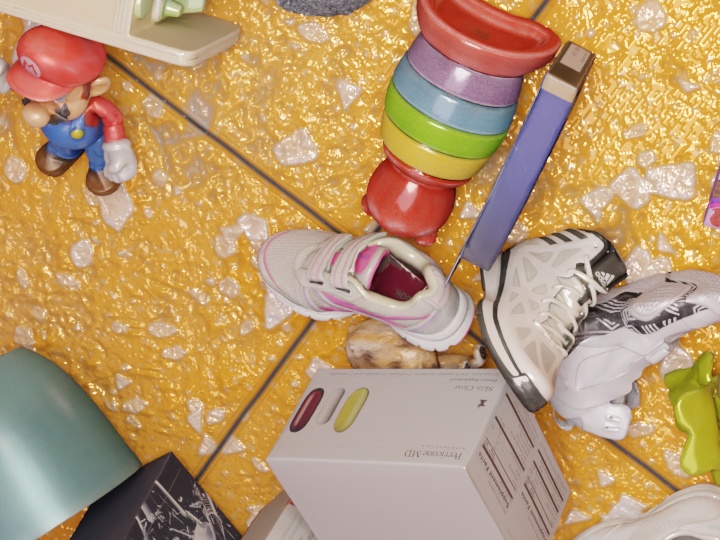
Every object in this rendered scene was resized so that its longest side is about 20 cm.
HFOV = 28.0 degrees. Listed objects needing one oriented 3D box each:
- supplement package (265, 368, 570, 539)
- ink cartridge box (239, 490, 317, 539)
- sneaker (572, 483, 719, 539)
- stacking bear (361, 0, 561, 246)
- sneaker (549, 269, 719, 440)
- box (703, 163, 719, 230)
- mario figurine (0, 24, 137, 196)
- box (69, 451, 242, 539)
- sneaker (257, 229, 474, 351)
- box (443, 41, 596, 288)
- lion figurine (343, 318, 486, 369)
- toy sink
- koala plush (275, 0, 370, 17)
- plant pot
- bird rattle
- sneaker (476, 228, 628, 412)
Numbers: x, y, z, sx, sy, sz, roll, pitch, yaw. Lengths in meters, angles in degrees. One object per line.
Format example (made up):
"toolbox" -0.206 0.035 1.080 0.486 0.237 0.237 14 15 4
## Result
"supplement package" 0.051 0.175 1.233 0.199 0.111 0.156 -3 131 34
"ink cartridge box" -0.024 0.308 1.353 0.083 0.145 0.200 -41 95 25
"sneaker" 0.243 0.263 1.285 0.200 0.089 0.075 -39 97 26
"stacking bear" 0.065 -0.117 1.190 0.121 0.114 0.201 26 120 6
"sneaker" 0.235 0.073 1.226 0.199 0.075 0.115 -15 106 27
"box" 0.387 -0.075 1.140 0.199 0.039 0.137 17 115 10
"mario figurine" -0.262 -0.127 1.236 0.123 0.106 0.200 -12 153 -6
"box" -0.190 0.310 1.361 0.104 0.200 0.182 -30 109 25
"sneaker" 0.000 0.000 1.240 0.199 0.082 0.088 14 156 18
"box" 0.130 -0.080 1.172 0.032 0.121 0.201 28 116 4
"lion figurine" 0.069 0.125 1.298 0.122 0.072 0.201 -13 111 31
"toy sink" -0.200 -0.260 1.201 0.199 0.130 0.113 18 114 11
"koala plush" -0.060 -0.271 1.114 0.177 0.200 0.184 -18 104 22
"plant pot" -0.335 0.171 1.376 0.200 0.201 0.161 -31 91 25
"bird rattle" 0.351 0.093 1.199 0.163 0.113 0.200 35 115 -22
"sneaker" 0.159 0.024 1.164 0.115 0.201 0.076 -28 118 17
